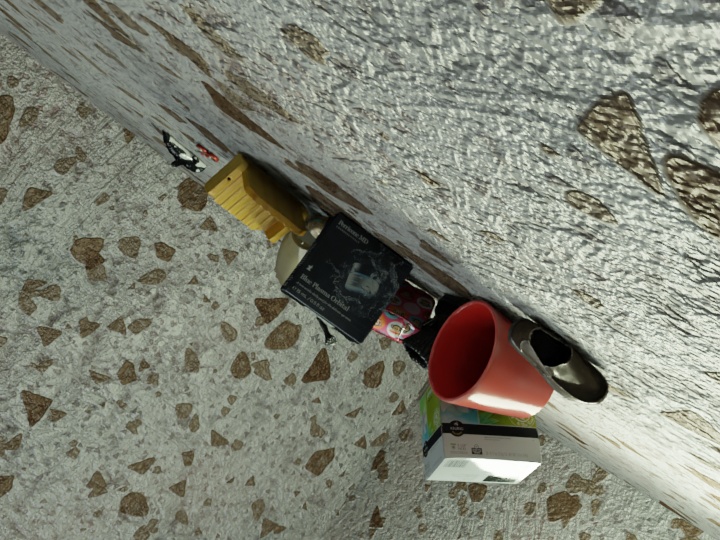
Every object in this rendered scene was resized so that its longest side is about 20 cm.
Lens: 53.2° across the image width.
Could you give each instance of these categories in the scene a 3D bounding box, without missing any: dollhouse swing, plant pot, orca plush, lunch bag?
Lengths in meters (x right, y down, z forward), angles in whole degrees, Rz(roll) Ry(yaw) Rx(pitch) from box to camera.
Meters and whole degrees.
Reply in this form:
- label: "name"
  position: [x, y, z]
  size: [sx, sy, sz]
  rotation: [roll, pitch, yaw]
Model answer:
- label: "dollhouse swing"
  position: [-0.235, -0.129, 1.611]
  size: [0.200, 0.182, 0.176]
  rotation: [38, -149, -30]
- label: "plant pot"
  position: [-0.120, -0.048, 1.767]
  size: [0.187, 0.187, 0.200]
  rotation: [34, 159, 10]
- label: "orca plush"
  position: [-0.579, -0.360, 2.302]
  size: [0.105, 0.071, 0.200]
  rotation: [33, 174, 23]
- label: "plant pot"
  position: [0.253, 0.180, 1.336]
  size: [0.177, 0.201, 0.200]
  rotation: [27, 178, -23]
- label: "lunch bag"
  position: [0.073, 0.074, 1.696]
  size: [0.200, 0.082, 0.176]
  rotation: [26, -144, 5]

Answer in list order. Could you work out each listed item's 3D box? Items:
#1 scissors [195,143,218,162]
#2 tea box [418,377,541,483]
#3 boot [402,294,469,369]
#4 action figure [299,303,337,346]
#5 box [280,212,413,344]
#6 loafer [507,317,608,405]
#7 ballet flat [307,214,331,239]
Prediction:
- label: "scissors"
  position: [-0.440, -0.327, 2.042]
  size: [0.073, 0.014, 0.200]
  rotation: [35, 173, -15]
- label: "tea box"
  position: [0.234, 0.310, 1.444]
  size: [0.199, 0.197, 0.134]
  rotation: [5, 144, -11]
- label: "boot"
  position: [0.158, 0.128, 1.505]
  size: [0.079, 0.158, 0.211]
  rotation: [47, 173, 1]
- label: "action figure"
  position: [-0.086, 0.064, 1.625]
  size: [0.200, 0.119, 0.102]
  rotation: [59, 166, 21]
- label: "box"
  position: [-0.031, 0.018, 1.517]
  size: [0.197, 0.200, 0.117]
  rotation: [36, 172, -8]
- label: "loafer"
  position: [0.330, 0.157, 1.183]
  size: [0.200, 0.073, 0.071]
  rotation: [36, 176, -5]
- label: "ballet flat"
  position: [-0.035, -0.058, 1.641]
  size: [0.200, 0.071, 0.065]
  rotation: [34, 159, -31]
